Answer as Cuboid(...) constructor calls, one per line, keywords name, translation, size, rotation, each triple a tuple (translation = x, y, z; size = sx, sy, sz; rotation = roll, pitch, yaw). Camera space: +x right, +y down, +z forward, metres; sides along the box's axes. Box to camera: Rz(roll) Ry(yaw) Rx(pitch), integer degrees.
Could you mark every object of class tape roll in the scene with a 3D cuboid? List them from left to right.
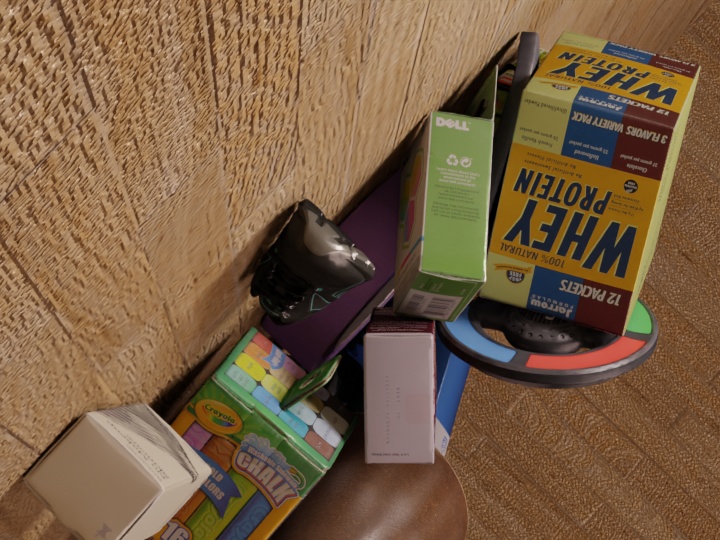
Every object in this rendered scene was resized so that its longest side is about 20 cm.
Cuboid(name="tape roll", translation=(0.000, 0.000, 1.797), size=(0.200, 0.066, 0.200), rotation=(-48, 175, -6))

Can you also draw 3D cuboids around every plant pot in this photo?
Cuboid(name="plant pot", translation=(-0.021, 0.258, 1.769), size=(0.187, 0.187, 0.200), rotation=(-50, 180, 33))

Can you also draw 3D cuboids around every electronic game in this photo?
Cuboid(name="electronic game", translation=(0.166, 0.048, 1.758), size=(0.200, 0.198, 0.042), rotation=(-40, 138, -54))

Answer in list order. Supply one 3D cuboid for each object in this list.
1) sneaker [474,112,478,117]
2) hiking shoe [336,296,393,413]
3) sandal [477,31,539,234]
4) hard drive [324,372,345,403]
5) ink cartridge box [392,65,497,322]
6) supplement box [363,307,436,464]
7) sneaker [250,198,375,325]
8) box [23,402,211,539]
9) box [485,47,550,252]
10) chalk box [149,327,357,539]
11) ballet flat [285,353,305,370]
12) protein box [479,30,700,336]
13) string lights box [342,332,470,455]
Cuboid(name="sneaker", translation=(0.140, -0.119, 1.956), size=(0.070, 0.082, 0.200), rotation=(-48, 175, 17))
Cuboid(name="hiking shoe", translation=(0.016, 0.069, 1.904), size=(0.075, 0.086, 0.201), rotation=(126, -32, -50))
Cuboid(name="sandal", translation=(0.116, -0.119, 1.733), size=(0.076, 0.042, 0.202), rotation=(48, 60, -80))
Cuboid(name="hard drive", translation=(-0.028, 0.100, 2.062), size=(0.135, 0.042, 0.201), rotation=(-45, -162, 46))
Cuboid(name="ink cartridge box", translation=(0.071, -0.068, 1.671), size=(0.104, 0.059, 0.202), rotation=(121, -24, -66))
Cuboid(name="supplement box", translation=(0.035, 0.096, 1.694), size=(0.200, 0.060, 0.110), rotation=(-73, 162, -84))
Cuboid(name="sneaker", translation=(-0.038, 0.005, 1.460), size=(0.079, 0.075, 0.200), rotation=(-44, 174, -6))
Cuboid(name="box", translation=(-0.170, 0.148, 1.415), size=(0.068, 0.082, 0.200), rotation=(-47, 176, 2))
Cuboid(name="box", translation=(0.141, -0.100, 1.871), size=(0.110, 0.035, 0.202), rotation=(-37, 142, -52))
Cuboid(name="chalk box", translation=(-0.091, 0.141, 1.630), size=(0.200, 0.124, 0.125), rotation=(-50, -179, 20))
Cuboid(name="ballet flat", translation=(-0.118, 0.145, 1.996), size=(0.070, 0.068, 0.200), rotation=(-15, 158, -30))
Cuboid(name="protein box", translation=(0.207, -0.082, 1.762), size=(0.200, 0.134, 0.200), rotation=(-54, 157, -64))
Cuboid(name="string lights box", translation=(0.056, 0.084, 1.981), size=(0.059, 0.102, 0.201), rotation=(55, 47, -53))
